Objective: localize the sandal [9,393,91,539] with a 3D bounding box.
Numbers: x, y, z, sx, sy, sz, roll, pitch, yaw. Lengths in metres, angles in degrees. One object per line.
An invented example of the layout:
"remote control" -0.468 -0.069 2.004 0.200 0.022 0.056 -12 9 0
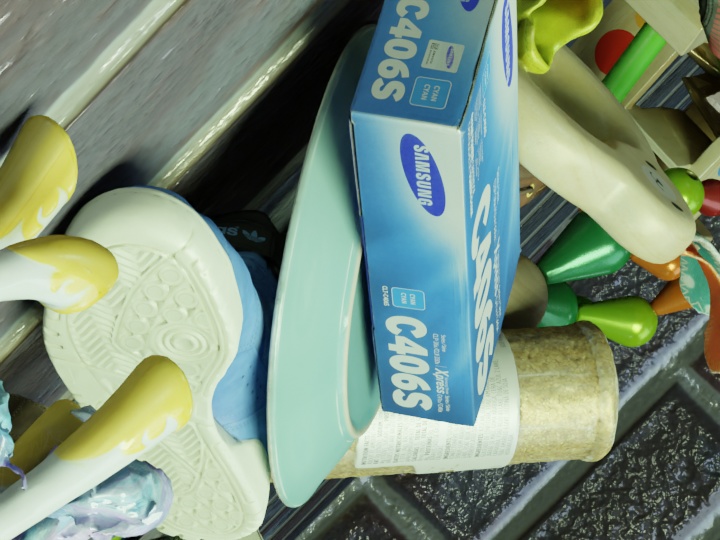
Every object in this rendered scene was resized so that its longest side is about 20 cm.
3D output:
"sandal" -0.137 0.075 0.936 0.201 0.080 0.058 7 100 -84

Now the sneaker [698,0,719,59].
"sneaker" 0.144 -0.158 0.969 0.201 0.098 0.071 85 5 -52

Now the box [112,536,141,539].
"box" -0.119 0.098 1.223 0.200 0.048 0.122 -50 171 30

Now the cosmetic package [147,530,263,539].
"cosmetic package" -0.131 0.195 1.285 0.103 0.073 0.200 -28 -173 -37

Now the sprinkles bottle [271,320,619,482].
"sprinkles bottle" 0.016 0.062 1.109 0.199 0.068 0.068 -3 160 -14

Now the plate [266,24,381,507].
"plate" 0.000 0.000 0.985 0.200 0.025 0.201 11 90 -79

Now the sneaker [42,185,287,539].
"sneaker" -0.067 0.007 0.922 0.200 0.076 0.111 75 17 -51

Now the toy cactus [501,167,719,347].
"toy cactus" 0.083 0.007 1.203 0.200 0.102 0.165 -30 163 20

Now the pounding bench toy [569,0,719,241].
"pounding bench toy" 0.159 -0.098 1.353 0.156 0.124 0.200 -47 159 18

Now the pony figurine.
"pony figurine" -0.138 0.075 0.667 0.200 0.166 0.194 -35 136 -42

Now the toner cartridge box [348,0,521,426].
"toner cartridge box" 0.033 -0.032 0.944 0.200 0.043 0.095 83 18 -55

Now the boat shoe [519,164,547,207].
"boat shoe" 0.054 -0.056 1.174 0.068 0.072 0.200 -66 164 6

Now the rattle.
"rattle" 0.132 -0.076 1.037 0.143 0.200 0.130 -45 173 3
